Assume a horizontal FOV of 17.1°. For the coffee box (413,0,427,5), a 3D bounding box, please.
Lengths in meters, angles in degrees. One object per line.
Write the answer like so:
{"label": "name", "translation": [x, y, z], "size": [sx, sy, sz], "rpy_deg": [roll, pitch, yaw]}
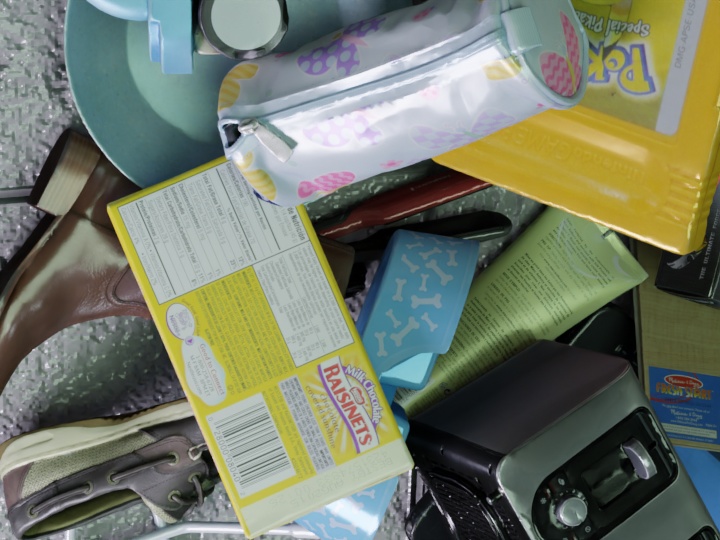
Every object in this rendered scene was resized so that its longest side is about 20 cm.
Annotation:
{"label": "coffee box", "translation": [0.094, -0.160, 1.397], "size": [0.114, 0.080, 0.200], "rpy_deg": [19, 102, -26]}

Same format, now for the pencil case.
{"label": "pencil case", "translation": [0.020, -0.098, 1.257], "size": [0.091, 0.200, 0.083], "rpy_deg": [16, 62, -54]}

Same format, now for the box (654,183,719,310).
{"label": "box", "translation": [0.270, -0.066, 1.475], "size": [0.158, 0.048, 0.201], "rpy_deg": [14, 90, -42]}

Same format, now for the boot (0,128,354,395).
{"label": "boot", "translation": [-0.115, 0.037, 1.380], "size": [0.200, 0.064, 0.187], "rpy_deg": [25, 96, -17]}

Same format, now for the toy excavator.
{"label": "toy excavator", "translation": [-0.139, -0.201, 1.263], "size": [0.199, 0.100, 0.195], "rpy_deg": [-1, 98, -5]}

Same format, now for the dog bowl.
{"label": "dog bowl", "translation": [0.011, 0.068, 1.392], "size": [0.049, 0.111, 0.201], "rpy_deg": [20, 94, -3]}

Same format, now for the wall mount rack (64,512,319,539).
{"label": "wall mount rack", "translation": [-0.103, 0.220, 1.465], "size": [0.173, 0.075, 0.201], "rpy_deg": [-17, 115, -15]}

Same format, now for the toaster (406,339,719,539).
{"label": "toaster", "translation": [0.124, 0.149, 1.413], "size": [0.119, 0.200, 0.181], "rpy_deg": [-32, 103, -14]}

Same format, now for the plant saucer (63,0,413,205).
{"label": "plant saucer", "translation": [-0.069, -0.131, 1.353], "size": [0.200, 0.039, 0.202], "rpy_deg": [-2, 100, -12]}

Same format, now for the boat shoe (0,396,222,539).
{"label": "boat shoe", "translation": [-0.113, 0.114, 1.383], "size": [0.200, 0.072, 0.066], "rpy_deg": [-12, 73, 13]}

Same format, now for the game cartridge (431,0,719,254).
{"label": "game cartridge", "translation": [0.121, -0.129, 1.258], "size": [0.032, 0.176, 0.201], "rpy_deg": [-18, 125, -58]}

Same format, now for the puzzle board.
{"label": "puzzle board", "translation": [0.260, 0.049, 1.534], "size": [0.199, 0.017, 0.151], "rpy_deg": [9, 68, -24]}

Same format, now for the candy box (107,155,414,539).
{"label": "candy box", "translation": [-0.056, 0.037, 1.325], "size": [0.102, 0.026, 0.200], "rpy_deg": [-22, 87, -10]}

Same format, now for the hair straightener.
{"label": "hair straightener", "translation": [0.000, 0.000, 1.442], "size": [0.200, 0.041, 0.077], "rpy_deg": [-21, 115, -13]}

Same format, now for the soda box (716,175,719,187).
{"label": "soda box", "translation": [0.164, -0.074, 1.387], "size": [0.063, 0.200, 0.070], "rpy_deg": [22, 101, -4]}

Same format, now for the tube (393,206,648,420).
{"label": "tube", "translation": [0.081, 0.037, 1.485], "size": [0.200, 0.052, 0.058], "rpy_deg": [-40, 136, -5]}

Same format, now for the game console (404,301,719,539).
{"label": "game console", "translation": [0.161, 0.153, 1.519], "size": [0.200, 0.116, 0.176], "rpy_deg": [-49, 128, 1]}
